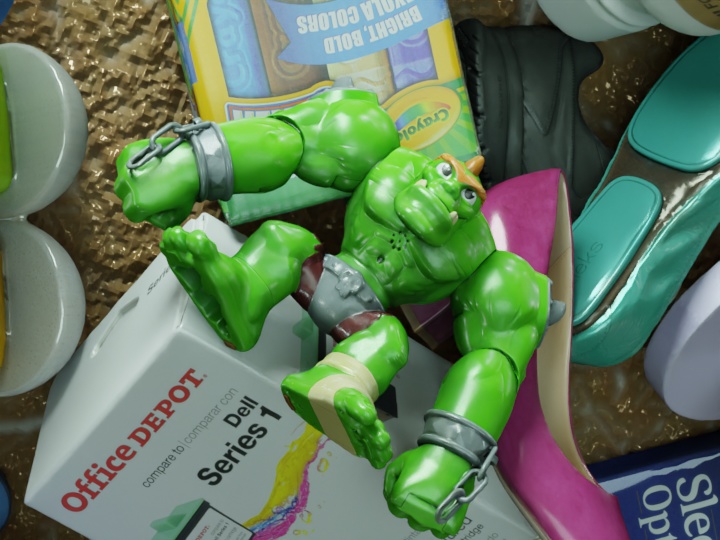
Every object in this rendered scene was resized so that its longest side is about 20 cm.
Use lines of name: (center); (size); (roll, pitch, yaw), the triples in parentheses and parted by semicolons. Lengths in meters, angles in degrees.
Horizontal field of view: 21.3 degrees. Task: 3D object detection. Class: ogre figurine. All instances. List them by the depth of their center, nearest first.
ogre figurine: (0.000, 0.000, 0.805); (0.200, 0.098, 0.120); (39, 66, 21)

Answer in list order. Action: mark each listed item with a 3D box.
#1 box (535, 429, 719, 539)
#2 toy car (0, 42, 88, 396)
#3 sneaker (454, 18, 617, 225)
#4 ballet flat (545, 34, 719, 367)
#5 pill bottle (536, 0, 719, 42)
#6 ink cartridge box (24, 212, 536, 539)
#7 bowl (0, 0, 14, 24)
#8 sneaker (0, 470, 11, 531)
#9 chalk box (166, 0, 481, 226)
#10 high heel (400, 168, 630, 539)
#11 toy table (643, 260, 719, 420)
box: (0.178, 0.152, 1.029); (0.198, 0.032, 0.122); (-15, 102, -7)
toy car: (-0.225, -0.027, 0.879); (0.149, 0.174, 0.202); (-2, 86, 33)
sneaker: (0.090, -0.027, 0.962); (0.090, 0.076, 0.202); (-6, 106, -17)
ballet flat: (0.152, -0.037, 0.935); (0.201, 0.067, 0.070); (-53, 143, -8)
pill bottle: (0.173, -0.170, 0.874); (0.114, 0.199, 0.116); (10, 75, -43)
ink cartridge box: (-0.036, 0.088, 0.900); (0.199, 0.084, 0.145); (32, 126, -18)
bowl: (-0.228, -0.146, 0.784); (0.198, 0.039, 0.203); (0, 69, 0)
sneaker: (-0.270, 0.117, 0.930); (0.198, 0.078, 0.067); (6, 98, -11)
chalk box: (-0.023, -0.097, 0.901); (0.123, 0.125, 0.202); (-13, 102, -6)
high heel: (0.094, 0.051, 0.848); (0.096, 0.067, 0.201); (-33, 73, 6)
toy table: (0.254, 0.043, 0.944); (0.199, 0.117, 0.185); (-29, 141, -7)
